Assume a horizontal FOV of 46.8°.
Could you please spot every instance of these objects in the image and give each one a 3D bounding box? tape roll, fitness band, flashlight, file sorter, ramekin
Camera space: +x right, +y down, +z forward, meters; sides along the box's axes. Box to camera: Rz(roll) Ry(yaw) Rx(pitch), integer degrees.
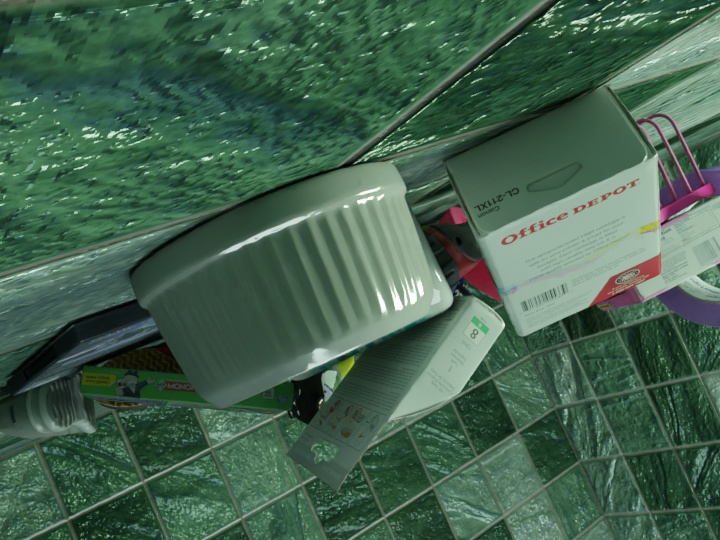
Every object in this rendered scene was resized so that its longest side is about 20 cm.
[{"bbox_3d":[0.460,-0.032,1.061,0.066,0.200,0.200,-15,171,-46],"label":"tape roll"},{"bbox_3d":[0.154,-0.010,0.928,0.037,0.143,0.200,-54,-164,17],"label":"fitness band"},{"bbox_3d":[0.129,-0.055,0.823,0.200,0.068,0.068,-38,-179,-12],"label":"flashlight"},{"bbox_3d":[0.303,-0.101,1.000,0.200,0.126,0.139,-22,174,-46],"label":"file sorter"},{"bbox_3d":[-0.044,0.015,0.575,0.200,0.105,0.200,-24,177,-1],"label":"ramekin"}]

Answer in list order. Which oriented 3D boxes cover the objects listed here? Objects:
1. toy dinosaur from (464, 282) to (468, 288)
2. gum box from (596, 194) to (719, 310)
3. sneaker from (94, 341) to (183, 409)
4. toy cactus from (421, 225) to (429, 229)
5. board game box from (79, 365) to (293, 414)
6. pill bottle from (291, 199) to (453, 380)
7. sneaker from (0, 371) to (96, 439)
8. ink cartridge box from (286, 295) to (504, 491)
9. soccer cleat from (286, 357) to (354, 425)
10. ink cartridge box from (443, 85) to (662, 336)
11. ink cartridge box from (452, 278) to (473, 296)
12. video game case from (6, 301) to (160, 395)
[{"bbox_3d":[0.046,0.072,1.002,0.200,0.060,0.106,-4,148,-44],"label":"toy dinosaur"},{"bbox_3d":[0.358,-0.023,0.951,0.200,0.066,0.114,-26,174,-8],"label":"gum box"},{"bbox_3d":[-0.237,0.120,1.051,0.200,0.075,0.090,-23,171,-12],"label":"sneaker"},{"bbox_3d":[0.000,0.000,0.870,0.200,0.102,0.165,-15,165,-9],"label":"toy cactus"},{"bbox_3d":[-0.178,0.125,0.853,0.200,0.029,0.135,7,167,-14],"label":"board game box"},{"bbox_3d":[-0.029,0.024,0.724,0.200,0.111,0.111,-26,176,5],"label":"pill bottle"},{"bbox_3d":[-0.346,0.147,0.916,0.082,0.075,0.200,-9,169,-3],"label":"sneaker"},{"bbox_3d":[0.028,0.112,0.761,0.200,0.050,0.161,-55,-165,-13],"label":"ink cartridge box"},{"bbox_3d":[-0.032,0.076,0.855,0.084,0.065,0.200,-53,163,-50],"label":"soccer cleat"},{"bbox_3d":[0.171,-0.042,0.708,0.146,0.083,0.200,-24,147,7],"label":"ink cartridge box"},{"bbox_3d":[0.078,0.055,0.975,0.037,0.095,0.200,12,-111,44],"label":"ink cartridge box"},{"bbox_3d":[-0.219,0.059,0.741,0.143,0.019,0.200,-22,174,-41],"label":"video game case"}]
